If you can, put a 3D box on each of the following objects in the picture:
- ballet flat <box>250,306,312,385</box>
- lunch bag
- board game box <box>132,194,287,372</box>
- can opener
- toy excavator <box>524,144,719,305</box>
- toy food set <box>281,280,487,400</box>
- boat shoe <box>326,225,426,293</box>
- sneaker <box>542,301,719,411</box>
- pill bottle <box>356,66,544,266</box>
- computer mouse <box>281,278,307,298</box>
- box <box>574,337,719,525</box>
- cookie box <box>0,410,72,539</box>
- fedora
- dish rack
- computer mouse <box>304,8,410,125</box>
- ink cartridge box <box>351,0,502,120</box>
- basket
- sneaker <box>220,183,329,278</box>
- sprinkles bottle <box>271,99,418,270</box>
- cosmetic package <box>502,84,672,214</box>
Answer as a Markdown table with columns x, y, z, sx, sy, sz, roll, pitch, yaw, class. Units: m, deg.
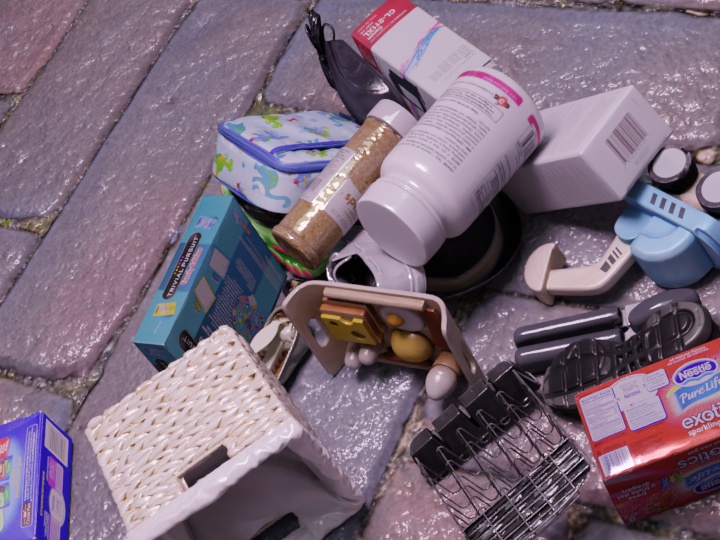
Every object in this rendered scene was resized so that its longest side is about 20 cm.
| x | y | z | sx | sy | sz | roll | pitch | yaw | class |
| --- | --- | --- | --- | --- | --- | --- | --- | --- | --- |
| -0.120 | 0.127 | 1.520 | 0.067 | 0.064 | 0.201 | 11 | 60 | 33 | ballet flat |
| -0.060 | -0.127 | 1.618 | 0.198 | 0.083 | 0.160 | -8 | 30 | -38 | lunch bag |
| -0.166 | 0.040 | 1.553 | 0.046 | 0.151 | 0.202 | 3 | 55 | 30 | board game box |
| 0.247 | 0.053 | 1.388 | 0.197 | 0.067 | 0.054 | -13 | 48 | 17 | can opener |
| 0.289 | -0.026 | 1.421 | 0.194 | 0.100 | 0.201 | 33 | 82 | 42 | toy excavator |
| 0.027 | 0.082 | 1.426 | 0.198 | 0.144 | 0.061 | 7 | 58 | 31 | toy food set |
| 0.000 | 0.000 | 1.500 | 0.068 | 0.073 | 0.200 | -3 | 21 | -25 | boat shoe |
| 0.269 | 0.100 | 1.341 | 0.199 | 0.079 | 0.076 | -25 | 48 | 35 | sneaker |
| 0.092 | -0.108 | 1.431 | 0.113 | 0.114 | 0.200 | 24 | 63 | 39 | pill bottle |
| -0.003 | 0.039 | 1.526 | 0.198 | 0.034 | 0.059 | 15 | 51 | 22 | computer mouse |
| 0.311 | 0.141 | 1.264 | 0.198 | 0.096 | 0.100 | -23 | 48 | 9 | box |
| -0.433 | 0.273 | 1.554 | 0.198 | 0.075 | 0.173 | -19 | 48 | 12 | cookie box |
| 0.085 | -0.062 | 1.533 | 0.198 | 0.092 | 0.202 | -11 | 44 | 11 | fedora |
| 0.137 | 0.186 | 1.314 | 0.153 | 0.055 | 0.200 | -42 | 37 | 4 | dish rack |
| -0.009 | -0.227 | 1.701 | 0.053 | 0.139 | 0.200 | -38 | 50 | -7 | computer mouse |
| 0.094 | -0.219 | 1.631 | 0.083 | 0.146 | 0.200 | -39 | 46 | -6 | ink cartridge box |
| -0.134 | 0.198 | 1.365 | 0.197 | 0.200 | 0.161 | -35 | 53 | -1 | basket |
| -0.095 | -0.059 | 1.661 | 0.084 | 0.077 | 0.199 | -40 | 53 | -23 | sneaker |
| -0.013 | -0.096 | 1.519 | 0.068 | 0.068 | 0.201 | 29 | 74 | 40 | sprinkles bottle |
| 0.232 | -0.126 | 1.473 | 0.102 | 0.071 | 0.200 | -50 | 16 | -16 | cosmetic package |
